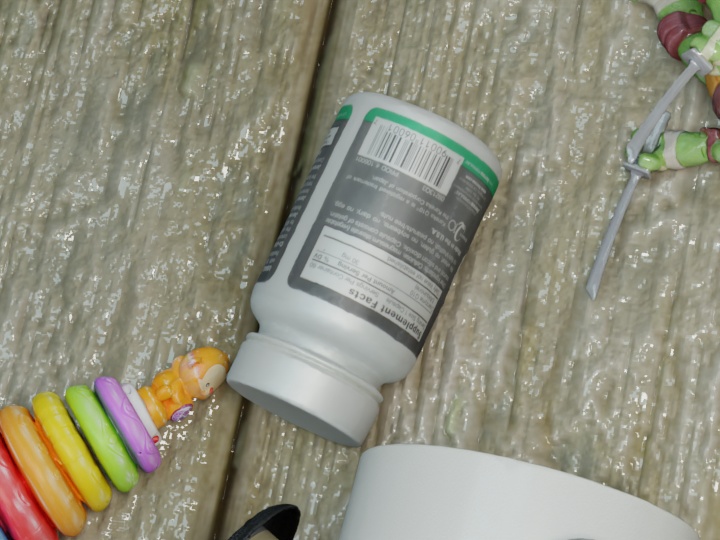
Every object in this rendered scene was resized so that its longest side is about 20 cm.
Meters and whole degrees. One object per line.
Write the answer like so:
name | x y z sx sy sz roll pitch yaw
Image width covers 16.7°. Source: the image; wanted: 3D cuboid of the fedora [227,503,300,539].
fedora | -0.071 0.238 1.443 0.091 0.201 0.201 35 85 11

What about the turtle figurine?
turtle figurine | 0.192 -0.121 1.487 0.199 0.144 0.195 -21 59 9

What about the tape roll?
tape roll | 0.079 0.194 1.375 0.202 0.203 0.140 7 72 24

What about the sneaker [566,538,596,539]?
sneaker | 0.167 0.219 1.232 0.075 0.115 0.201 -30 89 -25

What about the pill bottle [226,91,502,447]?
pill bottle | 0.000 0.000 1.534 0.113 0.113 0.201 21 79 28

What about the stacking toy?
stacking toy | -0.170 0.109 1.581 0.199 0.116 0.110 -30 61 -7
